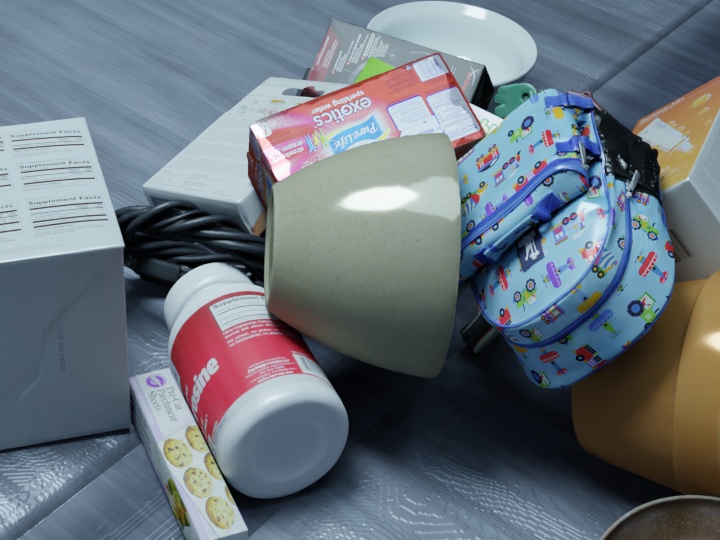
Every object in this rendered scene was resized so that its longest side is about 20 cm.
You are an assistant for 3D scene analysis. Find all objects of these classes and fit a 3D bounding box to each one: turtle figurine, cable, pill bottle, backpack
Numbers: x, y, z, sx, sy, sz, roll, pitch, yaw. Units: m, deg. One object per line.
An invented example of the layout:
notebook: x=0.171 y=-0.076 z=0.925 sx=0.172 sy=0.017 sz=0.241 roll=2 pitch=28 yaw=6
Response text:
turtle figurine: x=0.208 y=-0.142 z=1.537 sx=0.150 sy=0.101 sz=0.199 roll=51 pitch=22 yaw=17
cable: x=-0.136 y=-0.019 z=1.356 sx=0.198 sy=0.163 sz=0.051 roll=17 pitch=69 yaw=-6
pill bottle: x=-0.096 y=0.085 z=1.248 sx=0.111 sy=0.113 sz=0.200 roll=-11 pitch=40 yaw=-22
backpack: x=0.157 y=-0.017 z=1.194 sx=0.134 sy=0.182 sz=0.202 roll=33 pitch=36 yaw=-31

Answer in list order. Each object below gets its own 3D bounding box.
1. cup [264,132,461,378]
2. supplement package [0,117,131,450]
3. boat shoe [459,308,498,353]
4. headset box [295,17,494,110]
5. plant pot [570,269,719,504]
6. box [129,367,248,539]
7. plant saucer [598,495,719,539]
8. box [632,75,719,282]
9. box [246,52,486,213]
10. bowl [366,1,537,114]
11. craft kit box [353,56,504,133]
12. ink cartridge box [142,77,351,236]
cup: x=-0.005 y=-0.016 z=1.222 sx=0.141 sy=0.202 sz=0.201 roll=3 pitch=37 yaw=-7
supplement package: x=-0.282 y=0.008 z=1.254 sx=0.145 sy=0.193 sz=0.201 roll=-7 pitch=38 yaw=-16
boat shoe: x=0.146 y=-0.017 z=1.381 sx=0.062 sy=0.201 sz=0.071 roll=34 pitch=-4 yaw=3
headset box: x=0.021 y=-0.165 z=1.563 sx=0.198 sy=0.077 sz=0.150 roll=19 pitch=81 yaw=18
plant pot: x=0.263 y=0.094 z=1.239 sx=0.139 sy=0.202 sz=0.200 roll=6 pitch=33 yaw=28
box: x=-0.142 y=0.159 z=1.203 sx=0.041 sy=0.039 sz=0.201 roll=-11 pitch=40 yaw=-21
plant saucer: x=0.259 y=0.262 z=1.103 sx=0.198 sy=0.037 sz=0.202 roll=2 pitch=50 yaw=-2
box: x=0.296 y=-0.075 z=1.337 sx=0.098 sy=0.124 sz=0.200 roll=50 pitch=42 yaw=-13
box: x=0.003 y=-0.105 z=1.359 sx=0.198 sy=0.096 sz=0.100 roll=-23 pitch=69 yaw=-15
bowl: x=0.099 y=-0.223 z=1.703 sx=0.198 sy=0.091 sz=0.202 roll=4 pitch=36 yaw=-3
craft kit box: x=0.040 y=-0.085 z=1.457 sx=0.199 sy=0.049 sz=0.199 roll=28 pitch=79 yaw=28
ink cartridge box: x=-0.100 y=-0.117 z=1.490 sx=0.161 sy=0.051 sz=0.200 roll=12 pitch=45 yaw=46
